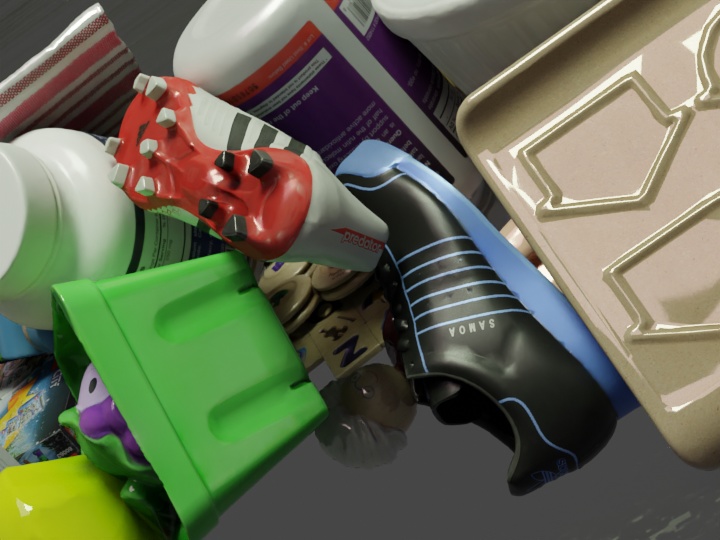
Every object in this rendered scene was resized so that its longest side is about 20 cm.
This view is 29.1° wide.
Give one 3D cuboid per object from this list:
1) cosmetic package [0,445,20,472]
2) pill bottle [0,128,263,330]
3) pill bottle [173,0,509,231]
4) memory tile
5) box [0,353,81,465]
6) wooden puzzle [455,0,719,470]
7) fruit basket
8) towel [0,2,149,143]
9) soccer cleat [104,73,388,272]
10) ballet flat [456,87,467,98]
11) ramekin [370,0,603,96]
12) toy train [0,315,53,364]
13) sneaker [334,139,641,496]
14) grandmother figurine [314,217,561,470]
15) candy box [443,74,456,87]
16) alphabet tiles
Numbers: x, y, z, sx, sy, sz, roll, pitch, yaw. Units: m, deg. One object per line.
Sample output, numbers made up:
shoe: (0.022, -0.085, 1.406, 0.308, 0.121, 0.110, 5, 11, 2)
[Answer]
cosmetic package: (-0.252, 0.179, 0.815, 0.071, 0.102, 0.200, -32, 25, 13)
pill bottle: (-0.151, -0.021, 0.787, 0.111, 0.111, 0.200, -25, -15, 26)
pill bottle: (-0.004, -0.084, 0.789, 0.112, 0.200, 0.113, -34, 28, 21)
memory tile: (-0.069, 0.013, 0.933, 0.200, 0.017, 0.153, -35, 23, 16)
box: (-0.243, 0.101, 1.005, 0.136, 0.038, 0.200, -31, 26, 15)
wooden puzzle: (0.166, -0.041, 0.604, 0.185, 0.046, 0.200, -35, 66, 7)
fruit basket: (-0.129, 0.098, 0.693, 0.215, 0.156, 0.216, -29, -6, -3)
towel: (-0.188, -0.075, 0.834, 0.146, 0.030, 0.200, -41, -14, -6)
soccer cleat: (-0.061, -0.046, 0.689, 0.200, 0.085, 0.069, 30, 97, 53)
ballet flat: (0.050, -0.111, 0.946, 0.076, 0.064, 0.200, -33, 23, -20)
ramekin: (0.110, -0.165, 0.725, 0.202, 0.094, 0.203, -32, 27, 19)
toy train: (-0.250, -0.033, 0.973, 0.085, 0.201, 0.116, -14, 7, -43)
sneaker: (0.039, 0.018, 0.655, 0.078, 0.070, 0.200, -39, 59, -10)
grandmother figurine: (0.055, 0.026, 0.716, 0.200, 0.061, 0.121, -41, 31, -8)
candy box: (0.033, -0.168, 0.930, 0.117, 0.057, 0.200, -39, 21, -15)
alphabet tiles: (0.000, 0.000, 0.894, 0.166, 0.006, 0.200, -38, 25, 0)
